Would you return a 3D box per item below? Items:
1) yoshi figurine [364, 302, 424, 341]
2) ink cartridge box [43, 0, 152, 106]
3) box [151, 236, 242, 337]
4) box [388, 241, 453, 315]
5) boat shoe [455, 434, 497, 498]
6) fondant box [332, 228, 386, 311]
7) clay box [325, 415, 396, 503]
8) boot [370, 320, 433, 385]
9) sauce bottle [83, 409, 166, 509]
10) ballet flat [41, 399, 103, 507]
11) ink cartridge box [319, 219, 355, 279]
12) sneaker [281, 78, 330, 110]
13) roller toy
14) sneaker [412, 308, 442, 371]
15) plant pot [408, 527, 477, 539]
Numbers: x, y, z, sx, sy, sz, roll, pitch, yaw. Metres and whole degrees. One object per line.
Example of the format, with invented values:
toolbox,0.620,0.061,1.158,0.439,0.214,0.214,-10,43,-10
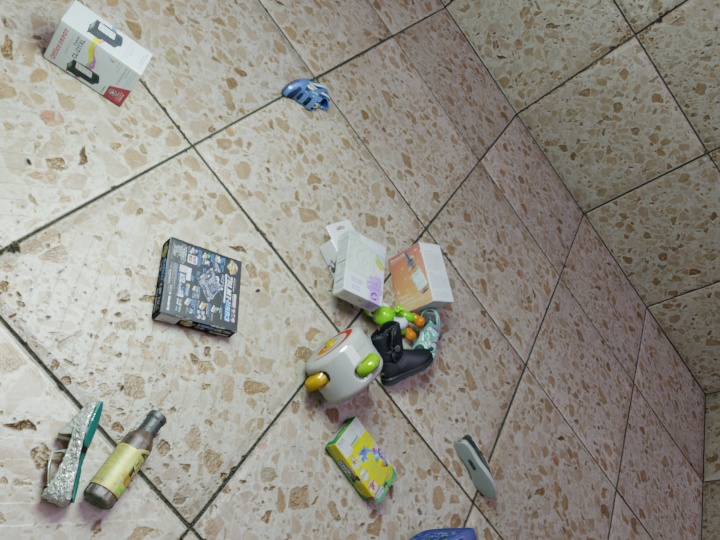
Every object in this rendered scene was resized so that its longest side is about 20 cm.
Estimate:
yoshi figurine,0.103,0.154,1.809,0.199,0.112,0.113,24,60,-30
ink cartridge box,-0.626,-0.513,1.416,0.199,0.145,0.083,32,51,-28
box,-0.384,0.042,1.422,0.197,0.050,0.202,21,54,-37
box,0.194,0.032,1.930,0.106,0.152,0.202,6,64,-42
boat shoe,0.373,0.609,1.850,0.063,0.071,0.201,-25,85,-48
fondant box,0.000,0.000,1.724,0.144,0.058,0.202,26,55,-32
clay box,0.005,0.500,1.558,0.201,0.047,0.115,56,41,-7
boot,0.126,0.225,1.750,0.199,0.076,0.170,-22,110,-31
sauce bottle,-0.453,0.363,1.162,0.065,0.065,0.201,45,45,-17
ballet flat,-0.537,0.330,1.099,0.071,0.072,0.202,27,51,-32
ink cartridge box,-0.046,-0.043,1.794,0.115,0.068,0.201,-21,84,-48
sneaker,-0.172,-0.579,1.965,0.199,0.074,0.083,-10,78,-46
roller toy,-0.048,0.243,1.550,0.140,0.199,0.182,55,6,-7
sneaker,0.225,0.231,1.913,0.140,0.077,0.202,34,71,-68
plant pot,0.185,0.768,1.482,0.179,0.200,0.202,4,66,-38
